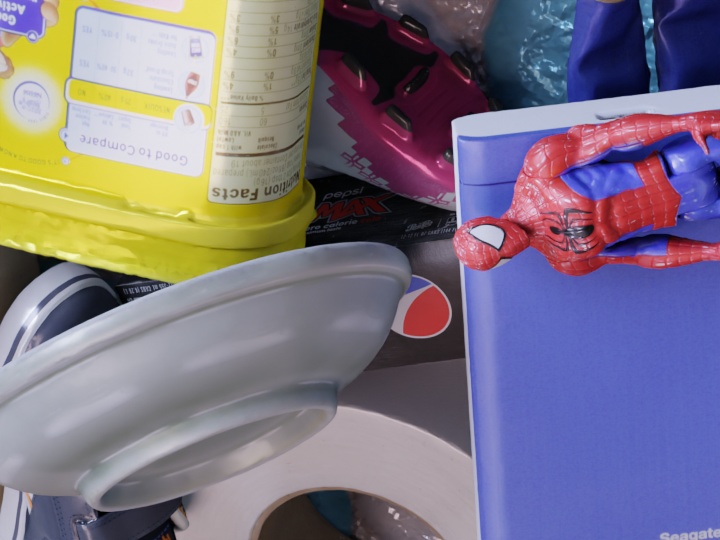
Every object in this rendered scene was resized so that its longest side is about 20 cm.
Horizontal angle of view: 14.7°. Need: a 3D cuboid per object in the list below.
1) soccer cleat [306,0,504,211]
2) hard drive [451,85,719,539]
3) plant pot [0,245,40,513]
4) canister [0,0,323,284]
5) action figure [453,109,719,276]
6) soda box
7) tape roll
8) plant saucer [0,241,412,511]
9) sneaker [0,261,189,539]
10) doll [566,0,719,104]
[{"bbox_3d":[-0.027,-0.077,1.160,0.199,0.070,0.086,34,134,1],"label":"soccer cleat"},{"bbox_3d":[0.107,0.027,1.104,0.131,0.025,0.201,-7,119,-4],"label":"hard drive"},{"bbox_3d":[-0.216,0.029,1.254,0.186,0.188,0.201,1,140,19],"label":"plant pot"},{"bbox_3d":[-0.082,-0.108,1.075,0.148,0.087,0.201,12,111,12],"label":"canister"},{"bbox_3d":[0.130,-0.036,1.034,0.199,0.052,0.066,-16,122,4],"label":"action figure"},{"bbox_3d":[0.000,0.000,1.203,0.199,0.071,0.064,-7,122,24],"label":"soda box"},{"bbox_3d":[0.007,0.120,1.293,0.201,0.071,0.203,10,129,12],"label":"tape roll"},{"bbox_3d":[-0.065,0.052,1.097,0.200,0.200,0.050,-32,74,36],"label":"plant saucer"},{"bbox_3d":[-0.116,0.088,1.232,0.079,0.078,0.201,33,139,27],"label":"sneaker"},{"bbox_3d":[0.114,-0.036,1.116,0.136,0.048,0.201,-17,119,-19],"label":"doll"}]
